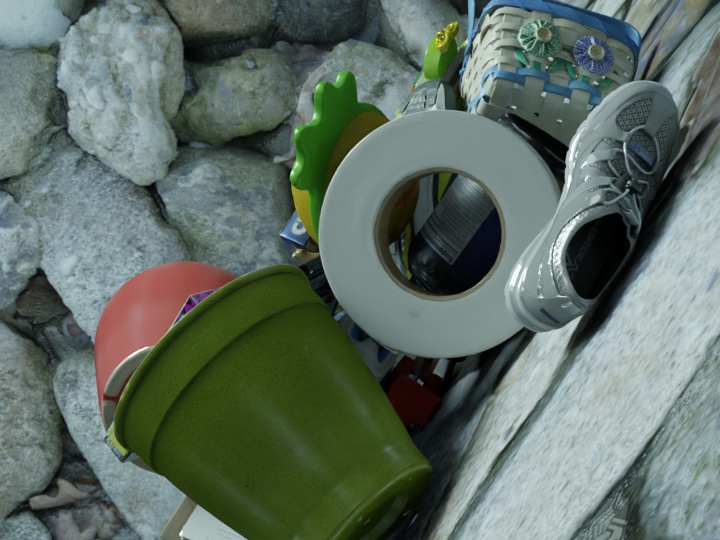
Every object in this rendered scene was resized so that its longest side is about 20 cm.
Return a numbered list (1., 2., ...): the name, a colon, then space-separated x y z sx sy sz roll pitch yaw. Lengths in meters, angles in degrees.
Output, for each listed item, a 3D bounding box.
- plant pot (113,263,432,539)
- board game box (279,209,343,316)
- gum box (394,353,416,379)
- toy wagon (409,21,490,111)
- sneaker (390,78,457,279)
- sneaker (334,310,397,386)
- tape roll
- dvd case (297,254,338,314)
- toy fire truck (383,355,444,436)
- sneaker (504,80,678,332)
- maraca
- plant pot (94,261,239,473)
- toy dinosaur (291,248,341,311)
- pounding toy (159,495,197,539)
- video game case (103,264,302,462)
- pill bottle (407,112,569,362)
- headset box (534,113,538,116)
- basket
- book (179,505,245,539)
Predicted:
1. plant pot: -0.052 0.132 1.132 0.200 0.193 0.200 -39 -22 -19
2. board game box: -0.010 -0.028 1.539 0.136 0.035 0.200 -54 -29 -21
3. gum box: 0.031 0.091 1.596 0.200 0.066 0.114 -55 5 19
4. toy wagon: 0.087 -0.168 1.472 0.155 0.040 0.200 -59 -29 -34
5. sneaker: 0.072 -0.079 1.376 0.074 0.085 0.200 7 91 57
6. sneaker: 0.002 0.071 1.405 0.146 0.081 0.200 -45 5 27
7. tape roll: 0.066 -0.028 1.174 0.203 0.203 0.037 -55 -10 10
8. dvd case: -0.093 0.062 1.224 0.200 0.018 0.143 -28 -28 -38
9. toy fire truck: 0.059 0.091 1.385 0.141 0.049 0.200 -58 3 -25
10. sneaker: 0.179 -0.044 1.018 0.200 0.075 0.082 -64 20 -12
11. maraca: -0.010 -0.087 1.270 0.137 0.107 0.200 -68 -27 -21
12. plant pot: -0.186 0.111 1.499 0.201 0.200 0.177 -55 13 14
13. toy dinosaur: 0.000 0.000 1.421 0.200 0.058 0.101 -12 -11 -47
14. pounding toy: -0.095 0.244 1.598 0.200 0.142 0.184 -55 -7 27
15. video game case: -0.115 0.077 1.291 0.200 0.036 0.181 -17 -32 -52
16. pill bottle: 0.111 -0.025 1.246 0.200 0.112 0.112 -56 4 14
17. headset box: 0.138 -0.067 1.517 0.200 0.077 0.149 -55 4 3
18. basket: 0.181 -0.193 1.377 0.200 0.176 0.139 -80 8 -47
19. book: -0.072 0.215 1.458 0.200 0.133 0.048 -59 -29 -32
